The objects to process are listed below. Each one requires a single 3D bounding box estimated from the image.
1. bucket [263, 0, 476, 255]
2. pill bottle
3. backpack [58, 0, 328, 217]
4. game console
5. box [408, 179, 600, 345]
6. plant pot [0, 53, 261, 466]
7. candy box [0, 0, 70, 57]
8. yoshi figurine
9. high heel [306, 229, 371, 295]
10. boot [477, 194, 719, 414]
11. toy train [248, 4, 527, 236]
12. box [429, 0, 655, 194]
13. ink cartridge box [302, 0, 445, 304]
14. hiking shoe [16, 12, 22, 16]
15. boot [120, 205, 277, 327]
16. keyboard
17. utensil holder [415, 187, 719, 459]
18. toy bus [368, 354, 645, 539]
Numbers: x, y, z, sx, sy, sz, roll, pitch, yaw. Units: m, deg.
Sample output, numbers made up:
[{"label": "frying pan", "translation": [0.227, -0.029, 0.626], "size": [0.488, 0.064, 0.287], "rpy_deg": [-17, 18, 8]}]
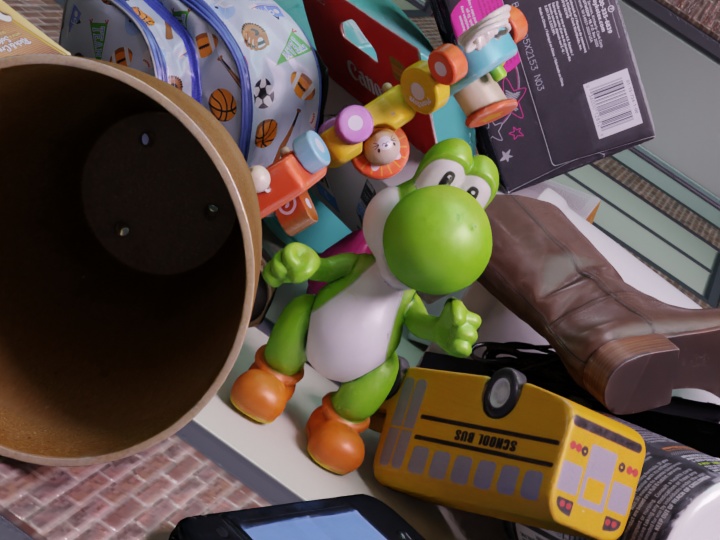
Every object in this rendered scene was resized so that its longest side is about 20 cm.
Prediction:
[{"label": "bucket", "translation": [-0.012, -0.115, 1.369], "size": [0.206, 0.208, 0.135], "rpy_deg": [25, 15, -25]}, {"label": "pill bottle", "translation": [0.153, 0.144, 1.015], "size": [0.106, 0.107, 0.200], "rpy_deg": [23, -1, -31]}, {"label": "backpack", "translation": [-0.118, -0.123, 1.198], "size": [0.190, 0.201, 0.153], "rpy_deg": [33, 38, 32]}, {"label": "game console", "translation": [0.038, 0.134, 0.835], "size": [0.172, 0.119, 0.200], "rpy_deg": [40, 16, 25]}, {"label": "box", "translation": [0.120, -0.005, 1.389], "size": [0.097, 0.125, 0.200], "rpy_deg": [21, 14, 10]}, {"label": "plant pot", "translation": [-0.124, -0.021, 0.865], "size": [0.186, 0.187, 0.200], "rpy_deg": [33, 14, 1]}, {"label": "candy box", "translation": [-0.283, -0.124, 1.024], "size": [0.115, 0.056, 0.200], "rpy_deg": [38, 31, 19]}, {"label": "yoshi figurine", "translation": [0.011, 0.018, 0.984], "size": [0.112, 0.201, 0.112], "rpy_deg": [17, 22, -48]}, {"label": "high heel", "translation": [0.000, 0.000, 1.221], "size": [0.067, 0.096, 0.200], "rpy_deg": [35, 15, 9]}, {"label": "boot", "translation": [0.165, 0.009, 1.069], "size": [0.185, 0.065, 0.200], "rpy_deg": [-2, 29, -30]}, {"label": "toy train", "translation": [0.019, -0.080, 1.003], "size": [0.056, 0.199, 0.150], "rpy_deg": [58, 15, -5]}, {"label": "box", "translation": [0.133, -0.185, 1.346], "size": [0.115, 0.131, 0.201], "rpy_deg": [-114, -177, -71]}, {"label": "ink cartridge box", "translation": [-0.001, -0.096, 1.181], "size": [0.200, 0.044, 0.177], "rpy_deg": [44, -23, 54]}, {"label": "hiking shoe", "translation": [-0.185, -0.081, 1.117], "size": [0.200, 0.087, 0.074], "rpy_deg": [38, 16, 19]}, {"label": "boot", "translation": [-0.156, -0.007, 1.000], "size": [0.199, 0.078, 0.138], "rpy_deg": [24, 20, 8]}, {"label": "keyboard", "translation": [0.139, 0.071, 1.081], "size": [0.198, 0.040, 0.104], "rpy_deg": [9, -22, 16]}, {"label": "utensil holder", "translation": [0.160, 0.070, 1.199], "size": [0.199, 0.171, 0.170], "rpy_deg": [36, 15, 5]}, {"label": "toy bus", "translation": [0.072, 0.099, 0.998], "size": [0.065, 0.079, 0.199], "rpy_deg": [23, -12, -34]}]
